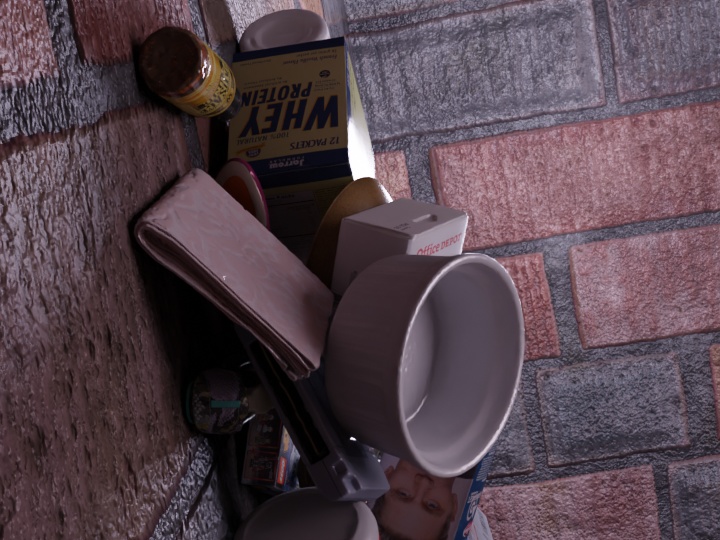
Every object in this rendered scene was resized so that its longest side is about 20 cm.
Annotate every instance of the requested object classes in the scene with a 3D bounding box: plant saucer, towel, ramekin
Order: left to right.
[{"bbox_3d":[-0.105,-0.002,1.039,0.191,0.032,0.200,43,14,-9],"label":"towel"},{"bbox_3d":[0.000,0.000,1.264,0.200,0.035,0.201,-45,143,-47],"label":"plant saucer"},{"bbox_3d":[0.057,0.079,1.068,0.200,0.098,0.201,-13,106,-50],"label":"ramekin"}]

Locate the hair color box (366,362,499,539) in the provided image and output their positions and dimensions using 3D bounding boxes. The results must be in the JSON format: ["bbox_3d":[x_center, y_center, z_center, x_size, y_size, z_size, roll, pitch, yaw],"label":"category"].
[{"bbox_3d":[0.077,0.192,1.189,0.061,0.100,0.201,7,100,-69],"label":"hair color box"}]

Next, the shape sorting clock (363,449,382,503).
[{"bbox_3d":[-0.003,0.258,1.273,0.200,0.039,0.200,20,90,-89],"label":"shape sorting clock"}]

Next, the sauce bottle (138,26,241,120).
[{"bbox_3d":[-0.153,-0.180,1.116,0.200,0.066,0.066,5,76,-82],"label":"sauce bottle"}]

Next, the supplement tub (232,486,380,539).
[{"bbox_3d":[-0.036,0.321,1.117,0.140,0.140,0.200,-87,166,-61],"label":"supplement tub"}]

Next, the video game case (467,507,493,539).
[{"bbox_3d":[0.099,0.270,1.350,0.200,0.018,0.143,51,12,-25],"label":"video game case"}]

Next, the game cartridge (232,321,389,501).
[{"bbox_3d":[-0.044,0.123,1.087,0.200,0.040,0.133,61,13,18],"label":"game cartridge"}]

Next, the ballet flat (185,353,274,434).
[{"bbox_3d":[-0.107,0.116,1.097,0.200,0.072,0.072,-14,95,-84],"label":"ballet flat"}]

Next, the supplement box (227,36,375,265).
[{"bbox_3d":[-0.062,-0.121,1.352,0.200,0.134,0.200,73,11,-52],"label":"supplement box"}]

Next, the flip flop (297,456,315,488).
[{"bbox_3d":[-0.044,0.224,1.244,0.081,0.057,0.200,-61,171,-75],"label":"flip flop"}]

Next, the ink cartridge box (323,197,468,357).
[{"bbox_3d":[0.033,0.036,1.211,0.146,0.083,0.201,-23,127,-60],"label":"ink cartridge box"}]

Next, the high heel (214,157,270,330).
[{"bbox_3d":[-0.118,-0.037,1.217,0.096,0.067,0.200,-74,169,-59],"label":"high heel"}]

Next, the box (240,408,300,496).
[{"bbox_3d":[-0.080,0.136,1.246,0.137,0.040,0.201,64,32,-72],"label":"box"}]

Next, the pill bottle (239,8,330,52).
[{"bbox_3d":[-0.083,-0.235,1.573,0.120,0.119,0.200,-92,171,-46],"label":"pill bottle"}]
